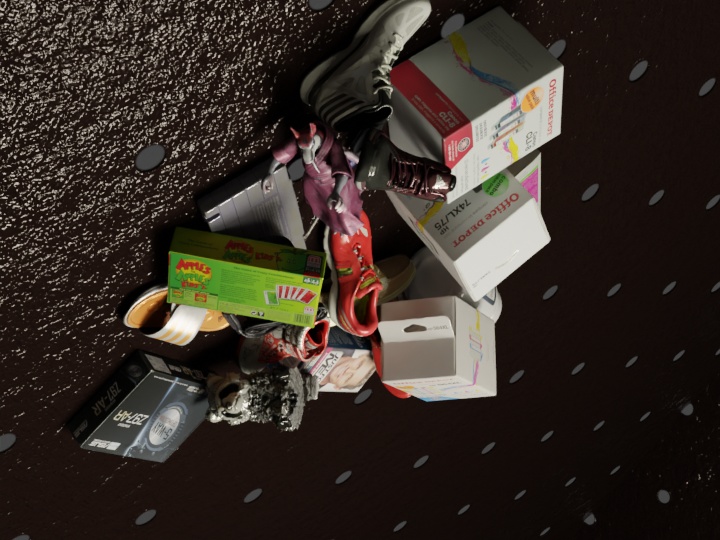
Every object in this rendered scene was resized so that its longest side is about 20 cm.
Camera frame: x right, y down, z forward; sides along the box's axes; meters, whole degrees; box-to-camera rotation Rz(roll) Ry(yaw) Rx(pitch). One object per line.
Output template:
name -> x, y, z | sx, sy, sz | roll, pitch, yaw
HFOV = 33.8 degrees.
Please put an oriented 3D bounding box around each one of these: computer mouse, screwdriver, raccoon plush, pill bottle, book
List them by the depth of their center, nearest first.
screwdriver -> -0.029, -0.128, 1.623 | 0.028, 0.029, 0.201 | 12, 121, -50
computer mouse -> -0.136, 0.017, 1.634 | 0.139, 0.046, 0.201 | -17, 141, 7
raccoon plush -> -0.152, 0.198, 1.793 | 0.133, 0.098, 0.200 | -2, 167, 14
book -> 0.241, -0.107, 1.949 | 0.133, 0.048, 0.200 | -35, 151, -13
pill bottle -> 0.161, 0.037, 1.977 | 0.120, 0.120, 0.200 | -44, 150, 8

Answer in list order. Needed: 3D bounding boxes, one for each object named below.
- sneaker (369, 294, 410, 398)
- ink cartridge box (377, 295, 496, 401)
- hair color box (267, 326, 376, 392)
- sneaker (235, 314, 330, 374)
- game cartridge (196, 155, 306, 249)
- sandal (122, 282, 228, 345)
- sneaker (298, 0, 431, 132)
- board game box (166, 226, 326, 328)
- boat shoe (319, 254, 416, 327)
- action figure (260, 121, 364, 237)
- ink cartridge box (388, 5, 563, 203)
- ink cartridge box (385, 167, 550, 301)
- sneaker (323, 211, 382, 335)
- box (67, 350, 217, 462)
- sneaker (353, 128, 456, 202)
sneaker -> 0.041, 0.117, 1.901 | 0.076, 0.202, 0.085 | -13, -168, 15
ink cartridge box -> 0.116, 0.121, 1.830 | 0.128, 0.126, 0.200 | -8, 162, 26
hair color box -> -0.050, 0.144, 1.943 | 0.199, 0.061, 0.100 | 8, 126, -53
sneaker -> -0.116, 0.111, 1.776 | 0.067, 0.108, 0.202 | -5, 136, -45
game cartridge -> -0.141, -0.061, 1.593 | 0.129, 0.038, 0.201 | -35, 150, -16
sandal -> -0.233, 0.067, 1.634 | 0.206, 0.059, 0.079 | 9, 125, -53
sneaker -> 0.030, -0.244, 1.452 | 0.200, 0.116, 0.076 | -42, 150, 4
board game box -> -0.150, 0.010, 1.547 | 0.198, 0.048, 0.102 | 10, 137, -3
boat shoe -> 0.002, 0.019, 1.822 | 0.199, 0.074, 0.067 | -30, 126, -29
action figure -> -0.037, -0.132, 1.478 | 0.149, 0.133, 0.200 | -56, 156, -19
ink cartridge box -> 0.153, -0.224, 1.590 | 0.199, 0.145, 0.146 | -33, 149, -13
ink cartridge box -> 0.148, -0.092, 1.706 | 0.146, 0.200, 0.146 | -39, 150, -1
sneaker -> 0.000, 0.000, 1.717 | 0.077, 0.085, 0.202 | -17, 115, -29
box -> -0.309, 0.204, 1.749 | 0.160, 0.044, 0.200 | -46, 150, 9
sneaker -> 0.062, -0.125, 1.473 | 0.200, 0.115, 0.076 | -21, 126, -79
